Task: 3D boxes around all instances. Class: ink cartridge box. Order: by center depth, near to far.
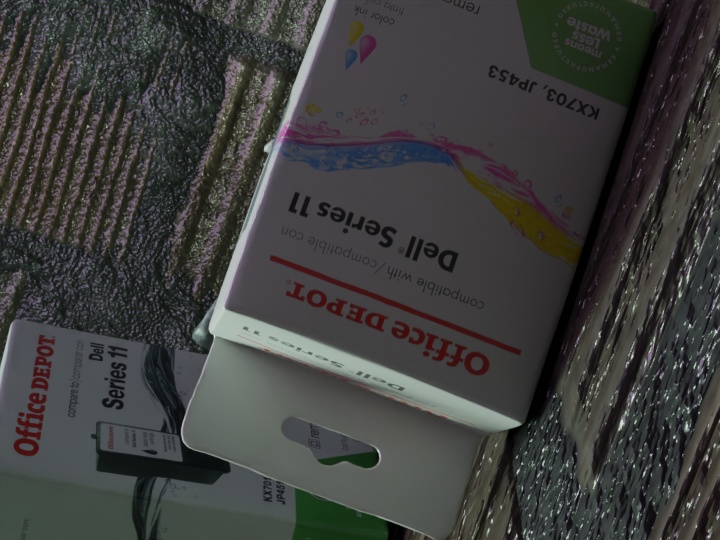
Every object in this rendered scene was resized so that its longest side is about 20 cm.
[{"bbox_3d":[0.019,-0.015,0.677,0.067,0.116,0.201,133,156,-77],"label":"ink cartridge box"},{"bbox_3d":[-0.095,0.109,0.953,0.147,0.199,0.084,-99,23,-61],"label":"ink cartridge box"}]

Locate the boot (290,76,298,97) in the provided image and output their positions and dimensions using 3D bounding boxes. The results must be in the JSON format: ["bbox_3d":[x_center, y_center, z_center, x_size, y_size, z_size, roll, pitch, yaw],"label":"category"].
[{"bbox_3d":[0.051,-0.127,0.839,0.200,0.074,0.096,-39,14,13],"label":"boot"}]

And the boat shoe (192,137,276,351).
[{"bbox_3d":[-0.013,-0.042,0.885,0.200,0.068,0.074,-61,-4,0],"label":"boat shoe"}]

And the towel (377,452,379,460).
[{"bbox_3d":[0.029,0.035,1.048,0.150,0.031,0.201,112,176,-53],"label":"towel"}]
